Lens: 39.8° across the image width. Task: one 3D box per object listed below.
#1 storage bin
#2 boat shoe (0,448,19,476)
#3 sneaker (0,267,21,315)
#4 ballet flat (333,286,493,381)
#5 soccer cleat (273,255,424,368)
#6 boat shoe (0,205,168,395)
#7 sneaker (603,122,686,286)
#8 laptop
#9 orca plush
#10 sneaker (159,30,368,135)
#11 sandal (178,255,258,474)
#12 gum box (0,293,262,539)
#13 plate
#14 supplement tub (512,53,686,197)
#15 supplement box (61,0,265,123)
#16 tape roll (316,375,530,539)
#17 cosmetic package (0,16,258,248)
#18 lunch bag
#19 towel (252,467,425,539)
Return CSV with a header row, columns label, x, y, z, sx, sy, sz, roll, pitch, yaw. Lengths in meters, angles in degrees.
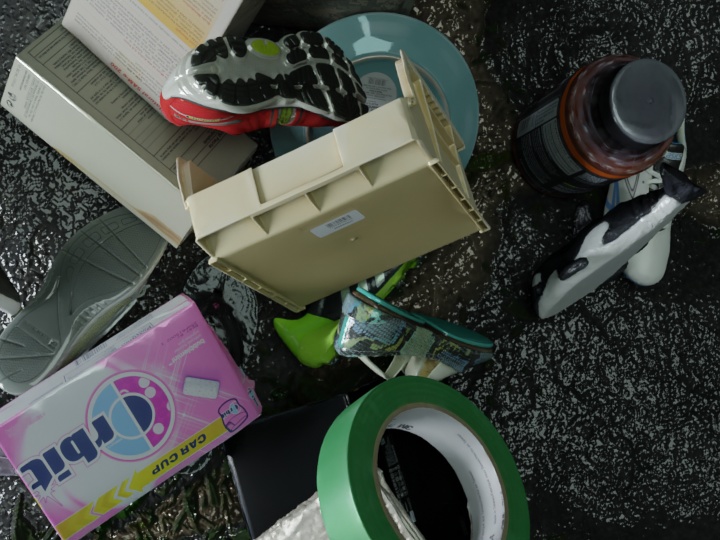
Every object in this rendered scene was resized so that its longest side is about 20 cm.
label,x,y,z,sx,sy,sz,roll,pitch,yaw
storage bin,-0.017,-0.064,0.811,0.197,0.198,0.095,-22,68,14
boat shoe,-0.336,0.162,0.853,0.196,0.072,0.069,-1,85,-18
sneaker,-0.341,-0.057,0.849,0.200,0.071,0.099,43,82,9
ballet flat,0.046,0.069,0.901,0.198,0.074,0.076,22,81,-44
soccer cleat,0.000,0.000,0.929,0.081,0.068,0.200,40,80,7
boat shoe,-0.245,0.027,0.885,0.074,0.065,0.203,34,76,5
sneaker,0.286,-0.087,0.984,0.071,0.072,0.204,5,87,-12
laptop,0.001,0.204,0.942,0.198,0.115,0.190,-17,90,-40
orca plush,0.221,-0.040,0.933,0.104,0.201,0.072,-13,63,-35
sneaker,-0.078,-0.147,0.816,0.198,0.084,0.078,-3,74,-44
sandal,-0.137,0.085,0.903,0.074,0.048,0.204,12,84,-10
gum box,-0.190,0.117,0.832,0.198,0.066,0.115,-33,105,-14
plate,0.015,-0.132,0.911,0.196,0.026,0.203,-3,116,-6
supplement tub,0.218,-0.132,0.908,0.105,0.200,0.109,1,86,-12
supplement box,-0.144,-0.232,0.792,0.126,0.200,0.074,42,47,-5
tape roll,0.057,0.191,0.846,0.198,0.048,0.203,24,47,-28
cosmetic package,-0.201,-0.128,0.874,0.199,0.071,0.106,41,49,-6
lunch bag,-0.025,-0.287,0.872,0.161,0.200,0.120,6,86,-9
towel,-0.033,0.273,0.882,0.199,0.034,0.133,-37,83,13
